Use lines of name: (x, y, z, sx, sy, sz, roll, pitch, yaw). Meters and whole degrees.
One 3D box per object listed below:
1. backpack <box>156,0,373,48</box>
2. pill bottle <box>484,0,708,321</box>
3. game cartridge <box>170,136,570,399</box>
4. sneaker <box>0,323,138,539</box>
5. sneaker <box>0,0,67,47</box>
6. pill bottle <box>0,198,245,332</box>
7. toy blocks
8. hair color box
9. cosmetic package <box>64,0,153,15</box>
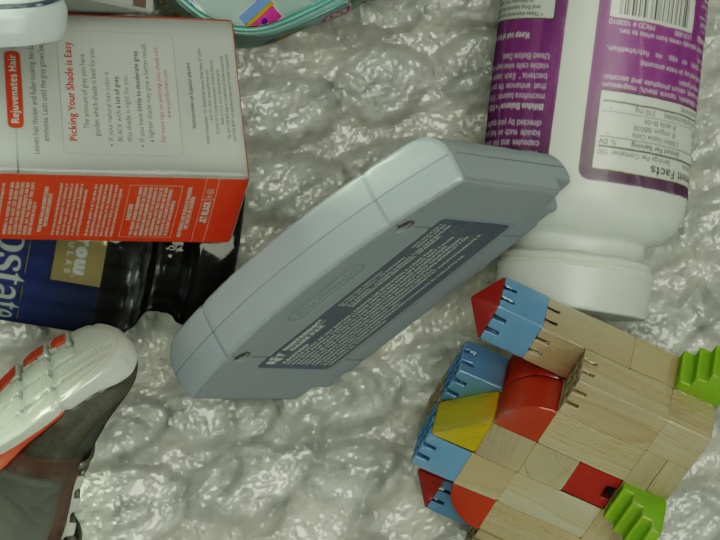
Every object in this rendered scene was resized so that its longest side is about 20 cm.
backpack: (-0.039, -0.215, 1.527, 0.200, 0.153, 0.176, -33, 97, 0)
pill bottle: (0.123, -0.076, 1.560, 0.112, 0.112, 0.200, 8, 87, -7)
game cartridge: (0.000, 0.000, 1.490, 0.200, 0.133, 0.041, -39, 71, 26)
sneaker: (-0.169, 0.108, 1.517, 0.082, 0.077, 0.200, 38, 117, -19)
sneaker: (-0.219, -0.154, 1.394, 0.073, 0.200, 0.071, -18, 120, -49)
pill bottle: (-0.165, -0.027, 1.519, 0.200, 0.112, 0.112, 9, 87, -7)
toy blocks: (0.092, 0.091, 1.534, 0.136, 0.200, 0.100, 24, 41, -6)
hair color box: (-0.161, -0.072, 1.444, 0.200, 0.061, 0.102, 2, 56, -13)
cosmetic package: (-0.202, -0.179, 1.481, 0.090, 0.200, 0.107, 5, 84, -52)
